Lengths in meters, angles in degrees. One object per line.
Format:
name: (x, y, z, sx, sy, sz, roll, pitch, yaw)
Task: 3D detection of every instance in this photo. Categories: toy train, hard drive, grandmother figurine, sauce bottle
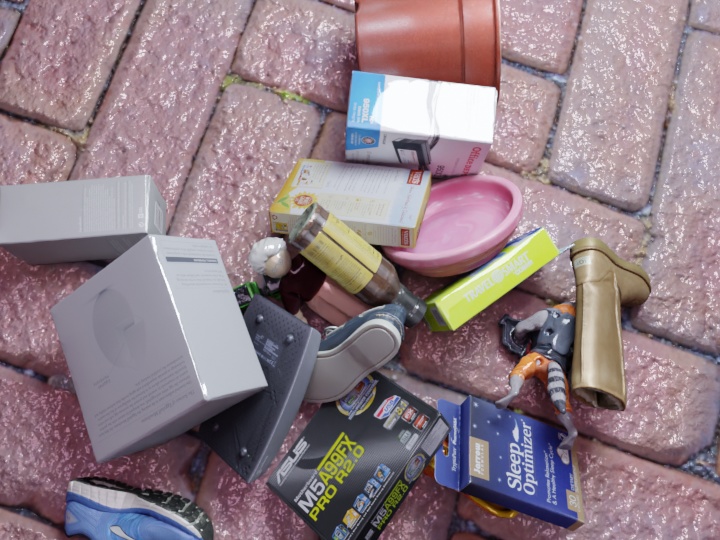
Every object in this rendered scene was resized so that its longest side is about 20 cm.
toy train: (-0.104, 0.014, 0.968, 0.196, 0.057, 0.042, -24, 77, -7)
hard drive: (-0.126, 0.146, 0.894, 0.134, 0.042, 0.204, 25, 93, 42)
grandmother figurine: (-0.057, 0.018, 0.923, 0.198, 0.060, 0.123, 31, 85, -22)
sauce bottle: (0.000, 0.000, 0.888, 0.199, 0.064, 0.065, 41, 76, -18)

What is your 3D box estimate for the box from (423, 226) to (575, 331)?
box: (0.175, 0.009, 0.944, 0.198, 0.122, 0.048, -34, 90, -9)

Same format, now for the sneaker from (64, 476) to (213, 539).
sneaker: (-0.277, 0.322, 0.882, 0.195, 0.079, 0.092, 11, 82, 9)

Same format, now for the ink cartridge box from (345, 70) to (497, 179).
ink cartridge box: (0.079, -0.195, 0.982, 0.194, 0.145, 0.087, 6, 76, 0)

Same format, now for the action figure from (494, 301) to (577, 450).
action figure: (0.273, 0.126, 0.922, 0.196, 0.105, 0.196, 25, 56, -1)

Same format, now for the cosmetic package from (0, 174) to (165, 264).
cosmetic package: (-0.370, -0.066, 0.955, 0.194, 0.107, 0.093, -1, 76, -4)

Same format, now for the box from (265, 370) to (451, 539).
box: (-0.004, 0.230, 0.880, 0.159, 0.044, 0.201, 27, 74, 43)

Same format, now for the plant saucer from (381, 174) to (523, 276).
plant saucer: (0.123, -0.056, 0.949, 0.197, 0.201, 0.052, -28, 120, -8)

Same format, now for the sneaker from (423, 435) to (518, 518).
sneaker: (0.122, 0.244, 0.908, 0.197, 0.077, 0.074, 27, 78, 7)

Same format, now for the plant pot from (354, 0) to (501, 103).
plant pot: (0.092, -0.325, 1.003, 0.190, 0.201, 0.206, -4, 75, 6)

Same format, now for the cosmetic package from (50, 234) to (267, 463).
cosmetic package: (-0.248, 0.095, 0.868, 0.197, 0.122, 0.204, -29, 75, 25)

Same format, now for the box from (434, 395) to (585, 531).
box: (0.186, 0.234, 0.884, 0.196, 0.033, 0.123, 21, 46, -12)

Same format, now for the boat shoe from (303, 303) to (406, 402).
boat shoe: (-0.019, 0.102, 0.895, 0.075, 0.199, 0.062, 44, 37, -7)

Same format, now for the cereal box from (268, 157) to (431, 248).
cereal box: (-0.009, -0.094, 0.953, 0.195, 0.040, 0.145, 8, 38, 12)

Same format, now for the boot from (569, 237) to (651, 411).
boot: (0.321, 0.082, 0.912, 0.173, 0.066, 0.204, 26, 57, -32)
